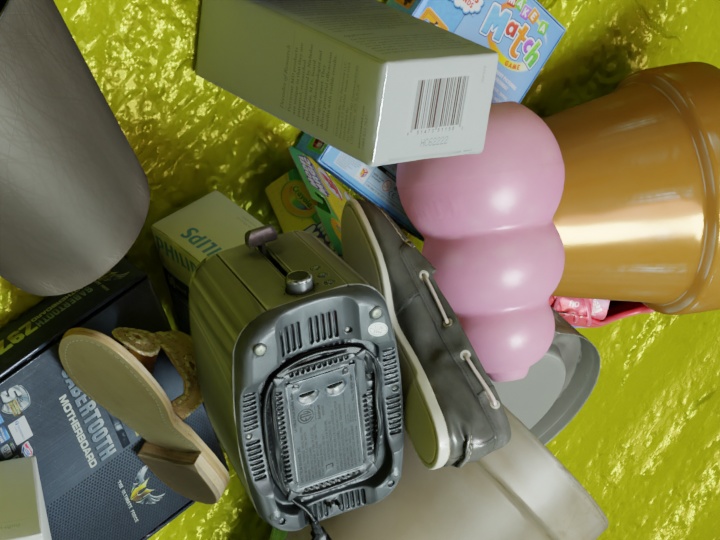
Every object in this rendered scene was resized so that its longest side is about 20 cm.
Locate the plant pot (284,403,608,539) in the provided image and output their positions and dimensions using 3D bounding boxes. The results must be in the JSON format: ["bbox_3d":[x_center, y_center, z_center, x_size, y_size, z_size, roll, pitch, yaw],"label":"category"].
[{"bbox_3d":[0.043,0.169,1.368,0.174,0.200,0.200,-46,134,-7],"label":"plant pot"}]

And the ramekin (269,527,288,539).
[{"bbox_3d":[0.017,0.232,1.534,0.199,0.199,0.099,10,91,-44],"label":"ramekin"}]

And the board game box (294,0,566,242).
[{"bbox_3d":[0.056,-0.139,1.489,0.151,0.037,0.201,35,88,-46],"label":"board game box"}]

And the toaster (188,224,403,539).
[{"bbox_3d":[-0.043,0.071,1.277,0.113,0.129,0.201,-17,123,-16],"label":"toaster"}]

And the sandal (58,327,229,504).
[{"bbox_3d":[-0.136,0.076,1.345,0.070,0.077,0.212,-62,146,-27],"label":"sandal"}]

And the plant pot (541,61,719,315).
[{"bbox_3d":[0.200,-0.056,1.566,0.182,0.200,0.202,-9,118,-21],"label":"plant pot"}]

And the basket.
[{"bbox_3d":[-0.224,-0.086,1.204,0.180,0.136,0.200,-47,138,-8],"label":"basket"}]

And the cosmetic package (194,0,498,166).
[{"bbox_3d":[-0.013,-0.137,1.311,0.101,0.199,0.072,-9,117,-38],"label":"cosmetic package"}]

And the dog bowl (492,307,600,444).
[{"bbox_3d":[0.094,0.098,1.584,0.199,0.059,0.201,-23,146,-16],"label":"dog bowl"}]

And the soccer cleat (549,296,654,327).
[{"bbox_3d":[0.164,0.020,1.641,0.199,0.073,0.069,-7,117,-39],"label":"soccer cleat"}]

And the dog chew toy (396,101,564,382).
[{"bbox_3d":[0.094,-0.019,1.441,0.124,0.124,0.202,-10,93,-38],"label":"dog chew toy"}]

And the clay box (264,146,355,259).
[{"bbox_3d":[0.000,0.000,1.441,0.047,0.115,0.200,-35,141,12],"label":"clay box"}]

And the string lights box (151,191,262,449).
[{"bbox_3d":[-0.080,0.056,1.409,0.059,0.103,0.201,-28,128,-22],"label":"string lights box"}]

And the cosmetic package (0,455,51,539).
[{"bbox_3d":[-0.254,0.232,1.336,0.107,0.085,0.201,-10,128,-7],"label":"cosmetic package"}]

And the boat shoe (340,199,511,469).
[{"bbox_3d":[0.040,0.039,1.289,0.057,0.201,0.067,-8,150,-22],"label":"boat shoe"}]

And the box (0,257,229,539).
[{"bbox_3d":[-0.191,0.111,1.387,0.157,0.051,0.201,-36,131,-23],"label":"box"}]
